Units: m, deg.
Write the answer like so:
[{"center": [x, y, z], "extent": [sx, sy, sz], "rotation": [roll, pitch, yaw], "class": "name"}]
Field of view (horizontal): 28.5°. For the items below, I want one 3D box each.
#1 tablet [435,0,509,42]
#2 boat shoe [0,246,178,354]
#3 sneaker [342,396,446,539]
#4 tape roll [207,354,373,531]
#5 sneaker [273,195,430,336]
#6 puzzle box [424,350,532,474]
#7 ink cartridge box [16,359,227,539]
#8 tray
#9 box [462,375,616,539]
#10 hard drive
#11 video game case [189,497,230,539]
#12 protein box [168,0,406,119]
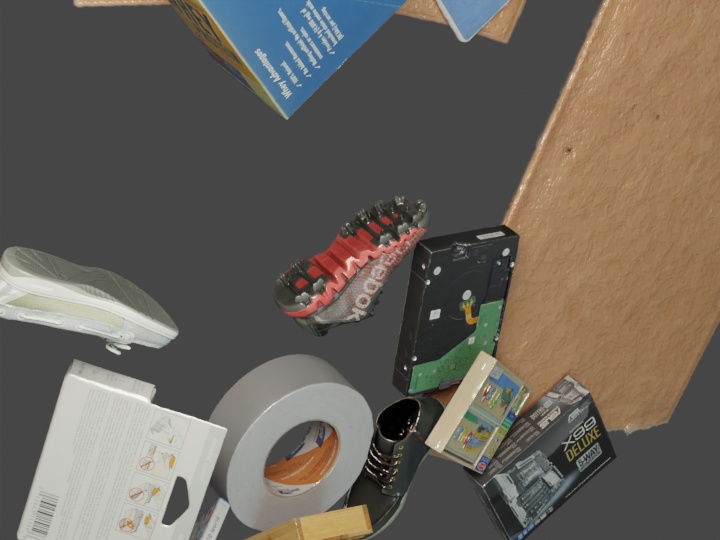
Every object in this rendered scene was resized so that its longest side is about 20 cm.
[{"center": [0.111, -0.345, 1.471], "extent": [0.130, 0.014, 0.200], "rotation": [-45, 134, -6], "class": "tablet"}, {"center": [-0.270, 0.038, 1.382], "extent": [0.201, 0.075, 0.065], "rotation": [21, 110, -40], "class": "boat shoe"}, {"center": [0.024, 0.234, 1.713], "extent": [0.201, 0.074, 0.106], "rotation": [-59, 156, 2], "class": "sneaker"}, {"center": [-0.083, 0.200, 1.634], "extent": [0.198, 0.066, 0.202], "rotation": [-19, 127, -27], "class": "tape roll"}, {"center": [0.000, 0.000, 1.566], "extent": [0.200, 0.071, 0.098], "rotation": [-38, 134, -10], "class": "sneaker"}, {"center": [0.152, 0.182, 1.776], "extent": [0.134, 0.025, 0.200], "rotation": [-58, 155, -2], "class": "puzzle box"}, {"center": [-0.246, 0.211, 1.466], "extent": [0.172, 0.044, 0.202], "rotation": [19, 108, -8], "class": "ink cartridge box"}, {"center": [-0.081, 0.317, 1.642], "extent": [0.098, 0.037, 0.200], "rotation": [-5, 162, -36], "class": "tray"}, {"center": [0.249, 0.262, 1.944], "extent": [0.199, 0.050, 0.158], "rotation": [-39, 134, -11], "class": "box"}, {"center": [0.113, 0.048, 1.709], "extent": [0.138, 0.038, 0.202], "rotation": [-12, 123, -32], "class": "hard drive"}, {"center": [-0.211, 0.353, 1.533], "extent": [0.018, 0.201, 0.143], "rotation": [36, 124, -10], "class": "video game case"}, {"center": [-0.075, -0.290, 1.274], "extent": [0.200, 0.135, 0.199], "rotation": [-45, 135, -6], "class": "protein box"}]
